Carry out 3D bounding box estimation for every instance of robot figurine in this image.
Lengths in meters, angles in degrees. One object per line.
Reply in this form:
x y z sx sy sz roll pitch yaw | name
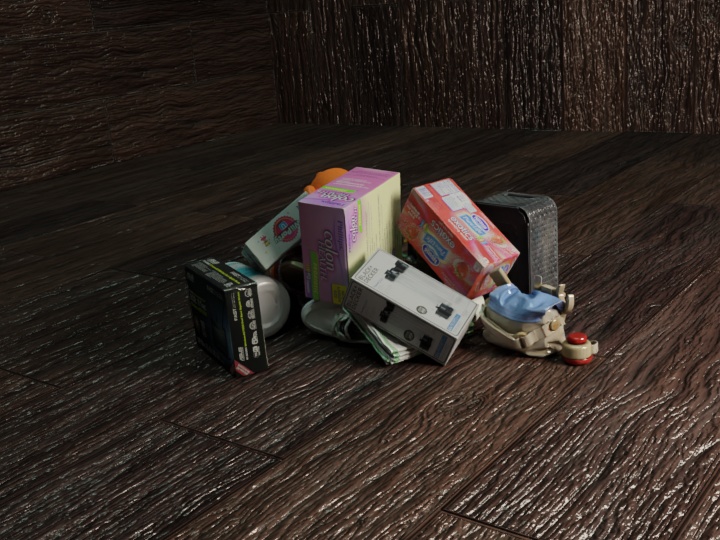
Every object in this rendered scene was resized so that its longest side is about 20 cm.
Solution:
-0.036 -0.126 1.821 0.116 0.144 0.200 -41 37 -1 | robot figurine

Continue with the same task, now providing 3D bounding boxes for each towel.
0.083 0.075 1.560 0.198 0.031 0.150 -16 53 -36 | towel

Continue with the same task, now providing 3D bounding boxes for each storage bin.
0.275 -0.030 1.671 0.134 0.204 0.093 12 23 43 | storage bin

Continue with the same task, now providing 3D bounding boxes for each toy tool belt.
0.283 0.069 1.484 0.124 0.125 0.198 -19 22 -38 | toy tool belt

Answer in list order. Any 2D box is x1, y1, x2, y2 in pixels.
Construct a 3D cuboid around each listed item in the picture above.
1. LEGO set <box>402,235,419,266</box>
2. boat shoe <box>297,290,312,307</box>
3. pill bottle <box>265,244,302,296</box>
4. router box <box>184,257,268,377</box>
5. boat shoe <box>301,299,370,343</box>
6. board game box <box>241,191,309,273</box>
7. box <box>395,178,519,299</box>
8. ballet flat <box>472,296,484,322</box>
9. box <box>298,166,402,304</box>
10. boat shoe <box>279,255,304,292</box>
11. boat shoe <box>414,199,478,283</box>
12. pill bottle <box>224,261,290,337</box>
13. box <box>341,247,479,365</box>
0.135 -0.001 1.833 0.197 0.117 0.154 17 44 22 | LEGO set
-0.023 0.056 1.661 0.197 0.073 0.068 3 -23 31 | boat shoe
-0.125 -0.007 1.871 0.108 0.112 0.199 -16 20 -33 | pill bottle
-0.228 0.075 1.562 0.061 0.153 0.199 -14 19 -27 | router box
-0.017 0.087 1.594 0.196 0.075 0.067 2 17 19 | boat shoe
-0.144 -0.064 1.717 0.147 0.065 0.200 -41 4 -10 | board game box
0.167 -0.055 1.620 0.102 0.095 0.201 -19 58 -38 | box
0.123 0.066 1.658 0.196 0.071 0.070 -1 17 11 | ballet flat
-0.013 -0.064 1.627 0.095 0.179 0.200 10 28 28 | box
-0.082 0.002 1.727 0.074 0.076 0.202 -13 -26 27 | boat shoe
0.171 -0.038 1.726 0.075 0.074 0.201 35 71 17 | boat shoe
-0.219 0.048 1.716 0.109 0.113 0.199 -14 18 -29 | pill bottle
0.081 0.056 1.514 0.198 0.061 0.117 30 37 12 | box
